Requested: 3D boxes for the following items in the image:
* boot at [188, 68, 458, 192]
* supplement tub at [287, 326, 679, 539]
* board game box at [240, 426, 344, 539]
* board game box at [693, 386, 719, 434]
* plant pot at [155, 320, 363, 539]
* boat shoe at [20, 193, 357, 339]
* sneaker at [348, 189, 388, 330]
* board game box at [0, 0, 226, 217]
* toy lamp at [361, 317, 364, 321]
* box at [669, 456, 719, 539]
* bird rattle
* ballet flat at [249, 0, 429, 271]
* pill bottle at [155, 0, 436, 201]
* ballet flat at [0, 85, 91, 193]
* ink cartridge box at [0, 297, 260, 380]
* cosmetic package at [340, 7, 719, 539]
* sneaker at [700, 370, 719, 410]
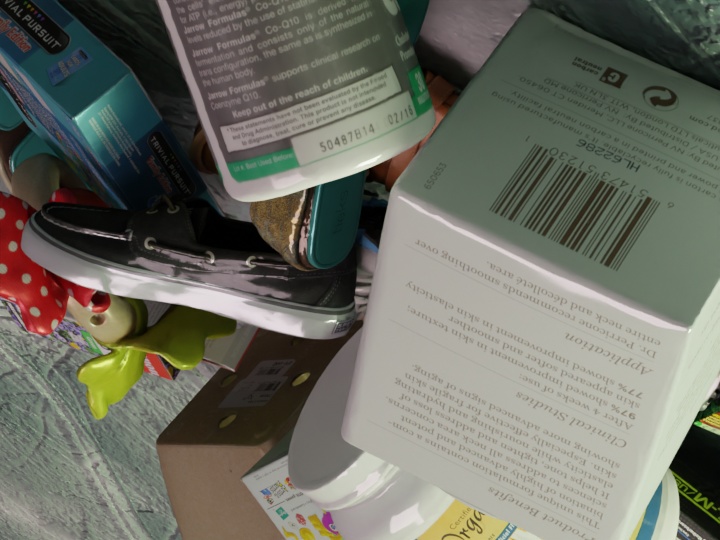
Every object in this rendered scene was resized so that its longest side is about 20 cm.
[{"bbox_3d":[-0.013,-0.075,1.467,0.154,0.074,0.200,28,158,-2],"label":"boot"},{"bbox_3d":[0.072,0.125,1.483,0.199,0.145,0.144,33,156,-21],"label":"supplement tub"},{"bbox_3d":[0.039,0.169,1.605,0.105,0.103,0.200,-29,99,48],"label":"board game box"},{"bbox_3d":[0.301,0.104,1.455,0.199,0.024,0.105,22,156,-12],"label":"board game box"},{"bbox_3d":[-0.020,0.139,1.755,0.199,0.200,0.178,-3,127,51],"label":"plant pot"},{"bbox_3d":[-0.095,-0.014,1.441,0.199,0.069,0.057,14,111,9],"label":"boat shoe"},{"bbox_3d":[0.000,0.000,1.505,0.074,0.087,0.200,6,-174,-19],"label":"sneaker"},{"bbox_3d":[-0.171,-0.104,1.533,0.200,0.047,0.151,43,168,42],"label":"board game box"},{"bbox_3d":[0.033,0.043,1.635,0.199,0.058,0.058,35,156,9],"label":"toy lamp"},{"bbox_3d":[0.186,0.210,1.618,0.200,0.047,0.194,39,132,17],"label":"box"},{"bbox_3d":[-0.182,-0.002,1.596,0.200,0.112,0.164,41,-162,-45],"label":"bird rattle"},{"bbox_3d":[-0.018,-0.096,1.353,0.070,0.071,0.201,24,118,15],"label":"ballet flat"},{"bbox_3d":[-0.045,-0.145,1.239,0.113,0.113,0.201,-5,108,53],"label":"pill bottle"},{"bbox_3d":[-0.231,-0.105,1.682,0.069,0.070,0.200,14,149,32],"label":"ballet flat"},{"bbox_3d":[-0.136,0.012,1.722,0.199,0.109,0.050,16,153,28],"label":"ink cartridge box"},{"bbox_3d":[0.107,0.010,1.318,0.167,0.167,0.201,26,139,12],"label":"cosmetic package"},{"bbox_3d":[0.141,0.040,1.506,0.093,0.071,0.199,35,159,-23],"label":"sneaker"}]
